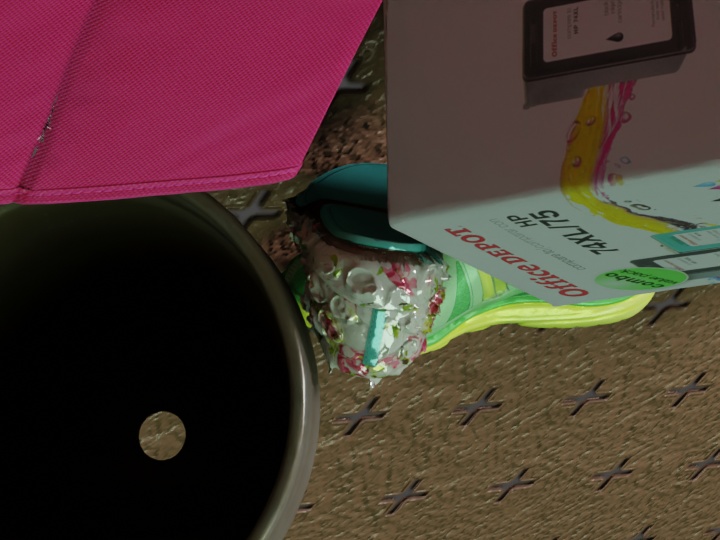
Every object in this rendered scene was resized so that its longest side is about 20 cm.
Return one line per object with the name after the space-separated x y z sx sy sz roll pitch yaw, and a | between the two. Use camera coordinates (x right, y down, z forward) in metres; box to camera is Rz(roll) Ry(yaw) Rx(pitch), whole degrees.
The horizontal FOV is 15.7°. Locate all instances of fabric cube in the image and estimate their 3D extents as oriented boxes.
-0.100 -0.154 0.718 0.200 0.196 0.199 -7 142 -33 | fabric cube

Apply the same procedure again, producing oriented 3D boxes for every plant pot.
-0.103 0.062 1.096 0.200 0.200 0.174 -31 169 5 | plant pot

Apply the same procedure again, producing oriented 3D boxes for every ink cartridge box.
0.129 -0.082 1.008 0.200 0.146 0.147 -9 162 30 | ink cartridge box

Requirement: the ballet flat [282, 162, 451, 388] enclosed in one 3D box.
0.000 0.000 1.089 0.075 0.200 0.064 8 102 2 | ballet flat

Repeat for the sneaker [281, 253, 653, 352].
0.050 -0.012 1.223 0.200 0.074 0.084 -9 121 -26 | sneaker
